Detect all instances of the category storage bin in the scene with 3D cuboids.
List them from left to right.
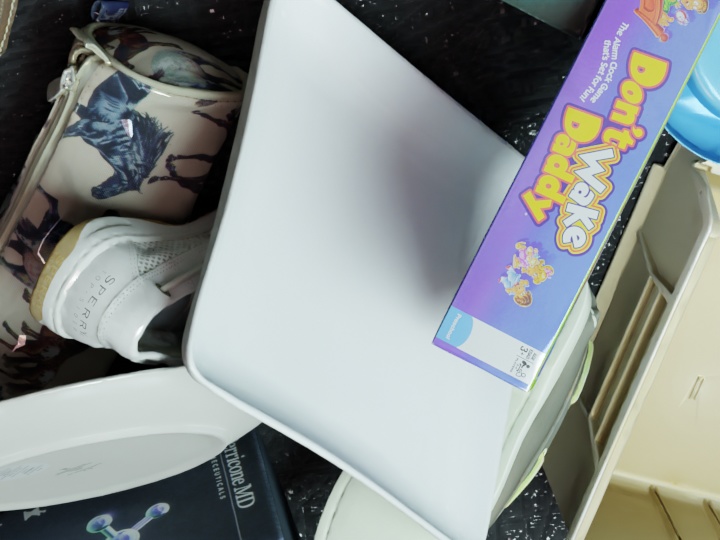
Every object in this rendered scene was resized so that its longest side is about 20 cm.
[{"bbox_3d":[0.212,0.055,1.427,0.199,0.094,0.199,15,113,-17],"label":"storage bin"}]

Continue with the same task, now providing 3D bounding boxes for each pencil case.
[{"bbox_3d":[-0.129,-0.018,1.333,0.089,0.078,0.200,19,112,-27],"label":"pencil case"}]

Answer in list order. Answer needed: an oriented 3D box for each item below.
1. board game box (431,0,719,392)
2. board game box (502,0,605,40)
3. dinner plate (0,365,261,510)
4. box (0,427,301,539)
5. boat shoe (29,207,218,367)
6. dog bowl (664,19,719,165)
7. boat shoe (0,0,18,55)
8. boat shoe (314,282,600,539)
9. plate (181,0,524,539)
[{"bbox_3d":[0.097,-0.048,1.252,0.045,0.134,0.201,27,91,4],"label":"board game box"},{"bbox_3d":[0.032,-0.199,1.214,0.199,0.028,0.136,27,111,6],"label":"board game box"},{"bbox_3d":[-0.125,0.080,1.335,0.199,0.200,0.024,-12,76,-5],"label":"dinner plate"},{"bbox_3d":[-0.116,0.181,1.397,0.199,0.149,0.107,-20,119,-1],"label":"box"},{"bbox_3d":[-0.059,0.015,1.313,0.200,0.069,0.071,-10,130,-55],"label":"boat shoe"},{"bbox_3d":[0.217,-0.086,1.354,0.199,0.050,0.112,20,92,-6],"label":"dog bowl"},{"bbox_3d":[-0.138,-0.177,1.251,0.075,0.075,0.203,-2,125,-20],"label":"boat shoe"},{"bbox_3d":[0.048,0.085,1.386,0.202,0.072,0.060,-56,154,-15],"label":"boat shoe"},{"bbox_3d":[0.000,0.000,1.307,0.032,0.200,0.200,-13,144,39],"label":"plate"}]
